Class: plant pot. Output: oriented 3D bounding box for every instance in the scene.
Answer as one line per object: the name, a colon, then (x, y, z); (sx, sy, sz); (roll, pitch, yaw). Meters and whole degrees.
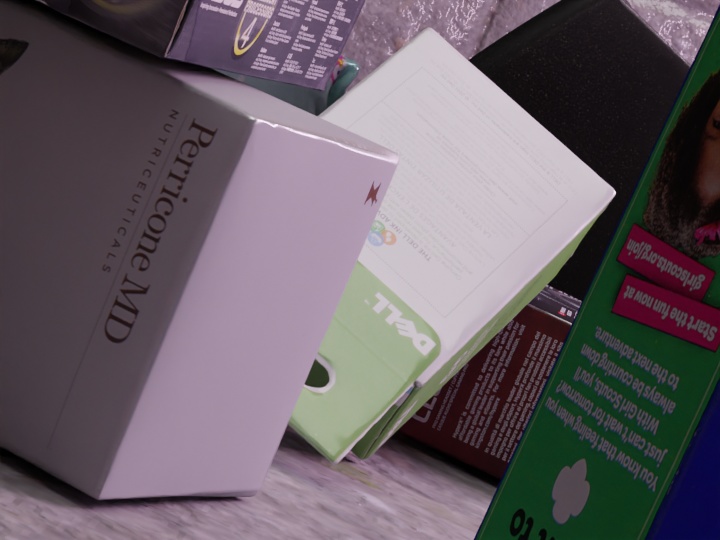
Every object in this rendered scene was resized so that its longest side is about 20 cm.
plant pot: (0.115, -0.042, 1.275); (0.199, 0.178, 0.200); (44, 7, 2)

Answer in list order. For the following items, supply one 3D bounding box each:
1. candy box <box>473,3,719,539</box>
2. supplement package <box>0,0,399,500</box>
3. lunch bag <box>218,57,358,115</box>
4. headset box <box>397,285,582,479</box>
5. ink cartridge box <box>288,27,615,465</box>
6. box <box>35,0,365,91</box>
candy box: (0.124, 0.054, 0.513); (0.168, 0.201, 0.077); (23, 3, -20)
supplement package: (-0.110, -0.026, 0.725); (0.199, 0.118, 0.117); (25, 5, 21)
lunch bag: (-0.115, -0.095, 1.334); (0.169, 0.123, 0.200); (20, -3, -17)
headset box: (0.097, 0.058, 1.050); (0.199, 0.078, 0.149); (23, 5, 4)
ink cartridge box: (0.000, 0.000, 0.913); (0.104, 0.059, 0.200); (42, 48, 7)
box: (-0.092, -0.108, 0.717); (0.160, 0.049, 0.200); (28, 7, 10)
